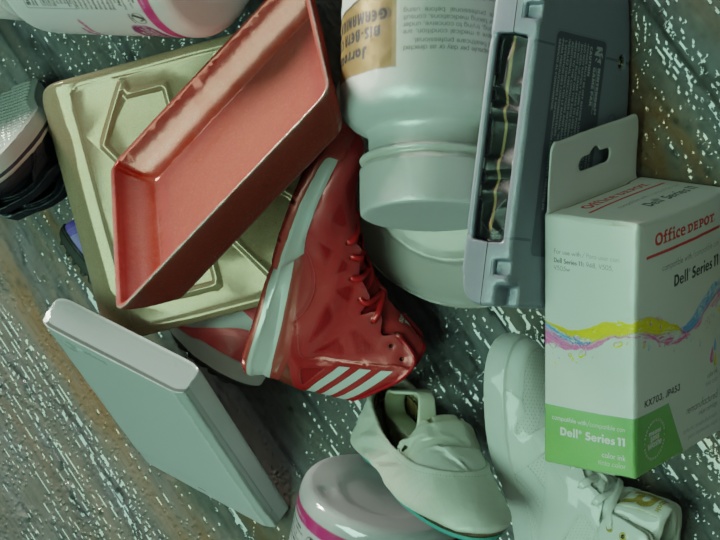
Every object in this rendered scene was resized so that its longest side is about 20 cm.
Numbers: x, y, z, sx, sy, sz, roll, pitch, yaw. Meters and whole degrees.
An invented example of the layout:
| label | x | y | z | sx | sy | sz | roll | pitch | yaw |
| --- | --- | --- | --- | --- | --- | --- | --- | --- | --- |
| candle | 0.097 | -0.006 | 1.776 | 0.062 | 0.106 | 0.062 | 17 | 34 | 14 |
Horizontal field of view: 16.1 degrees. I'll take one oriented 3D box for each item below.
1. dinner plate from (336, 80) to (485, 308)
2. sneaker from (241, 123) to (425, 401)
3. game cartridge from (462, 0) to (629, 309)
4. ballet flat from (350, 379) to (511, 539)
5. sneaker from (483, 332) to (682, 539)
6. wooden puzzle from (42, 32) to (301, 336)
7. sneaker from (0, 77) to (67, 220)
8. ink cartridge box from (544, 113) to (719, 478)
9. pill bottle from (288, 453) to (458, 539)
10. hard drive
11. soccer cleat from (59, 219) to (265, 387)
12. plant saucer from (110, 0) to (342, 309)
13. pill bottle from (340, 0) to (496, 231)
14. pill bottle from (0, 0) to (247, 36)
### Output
| label | x | y | z | sx | sy | sz | roll | pitch | yaw |
| --- | --- | --- | --- | --- | --- | --- | --- | --- | --- |
| dinner plate | 0.060 | -0.072 | 1.657 | 0.200 | 0.024 | 0.201 | 7 | 104 | 29 |
| sneaker | 0.000 | 0.000 | 1.681 | 0.115 | 0.078 | 0.200 | 19 | 127 | 0 |
| game cartridge | 0.117 | -0.075 | 1.549 | 0.040 | 0.133 | 0.200 | 8 | 91 | 36 |
| ballet flat | 0.043 | 0.116 | 1.669 | 0.200 | 0.069 | 0.070 | -143 | 50 | -65 |
| sneaker | 0.151 | 0.133 | 1.636 | 0.115 | 0.074 | 0.200 | -1 | 111 | 36 |
| wooden puzzle | -0.105 | -0.062 | 1.758 | 0.200 | 0.046 | 0.186 | -14 | 93 | 13 |
| sneaker | -0.240 | -0.075 | 1.816 | 0.078 | 0.200 | 0.080 | -26 | 106 | 11 |
| ink cartridge box | 0.169 | 0.013 | 1.553 | 0.067 | 0.117 | 0.200 | 9 | 108 | 34 |
| pill bottle | -0.003 | 0.238 | 1.752 | 0.113 | 0.113 | 0.200 | 26 | 118 | 30 |
| hard drive | -0.135 | 0.103 | 1.792 | 0.132 | 0.026 | 0.200 | 25 | 159 | 30 |
| soccer cleat | -0.132 | 0.006 | 1.828 | 0.200 | 0.068 | 0.073 | 35 | 102 | 27 |
| plant saucer | -0.083 | -0.080 | 1.638 | 0.037 | 0.200 | 0.200 | 37 | 109 | -23 |
| pill bottle | 0.044 | -0.131 | 1.574 | 0.114 | 0.114 | 0.200 | -8 | 76 | 39 |
| pill bottle | -0.179 | -0.220 | 1.752 | 0.200 | 0.113 | 0.114 | 6 | 106 | 37 |
